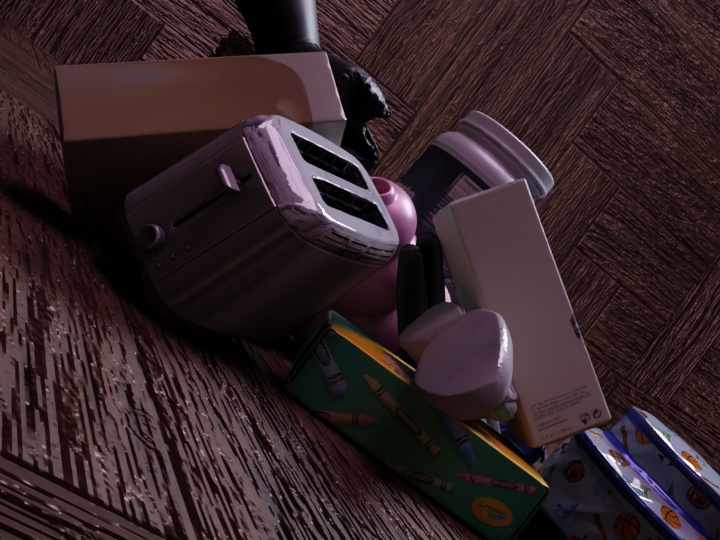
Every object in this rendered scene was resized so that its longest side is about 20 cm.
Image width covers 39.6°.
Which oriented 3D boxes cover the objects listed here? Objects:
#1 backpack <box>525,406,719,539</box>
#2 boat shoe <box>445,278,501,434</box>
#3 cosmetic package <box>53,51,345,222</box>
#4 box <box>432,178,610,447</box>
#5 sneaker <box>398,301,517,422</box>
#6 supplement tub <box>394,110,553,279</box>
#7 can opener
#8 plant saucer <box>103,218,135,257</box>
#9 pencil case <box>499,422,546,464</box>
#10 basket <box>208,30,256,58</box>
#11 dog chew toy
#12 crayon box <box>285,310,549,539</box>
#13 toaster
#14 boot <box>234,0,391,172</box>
[{"bbox_3d":[0.237,0.211,0.856,0.200,0.154,0.190,41,14,29],"label":"backpack"},{"bbox_3d":[0.106,0.098,0.902,0.063,0.073,0.200,-2,64,-25],"label":"boat shoe"},{"bbox_3d":[-0.120,-0.099,0.745,0.105,0.200,0.071,107,-28,-57],"label":"cosmetic package"},{"bbox_3d":[0.125,0.035,0.797,0.082,0.068,0.200,148,-77,-83],"label":"box"},{"bbox_3d":[0.085,0.078,0.719,0.089,0.075,0.200,53,2,-9],"label":"sneaker"},{"bbox_3d":[0.100,-0.061,1.098,0.140,0.200,0.140,42,0,0],"label":"supplement tub"},{"bbox_3d":[0.056,0.062,0.858,0.078,0.200,0.063,6,21,24],"label":"can opener"},{"bbox_3d":[-0.141,-0.005,0.849,0.200,0.032,0.200,37,3,-2],"label":"plant saucer"},{"bbox_3d":[0.126,0.106,0.992,0.078,0.087,0.200,12,44,-20],"label":"pencil case"},{"bbox_3d":[-0.118,-0.103,0.956,0.143,0.149,0.200,35,-22,-3],"label":"basket"},{"bbox_3d":[0.000,0.000,0.892,0.124,0.124,0.200,37,-40,23],"label":"dog chew toy"},{"bbox_3d":[0.039,0.116,0.763,0.200,0.058,0.119,37,2,-3],"label":"crayon box"},{"bbox_3d":[-0.061,-0.025,0.704,0.200,0.129,0.114,20,41,-60],"label":"toaster"},{"bbox_3d":[-0.041,-0.193,0.860,0.168,0.076,0.200,43,-34,50],"label":"boot"}]
